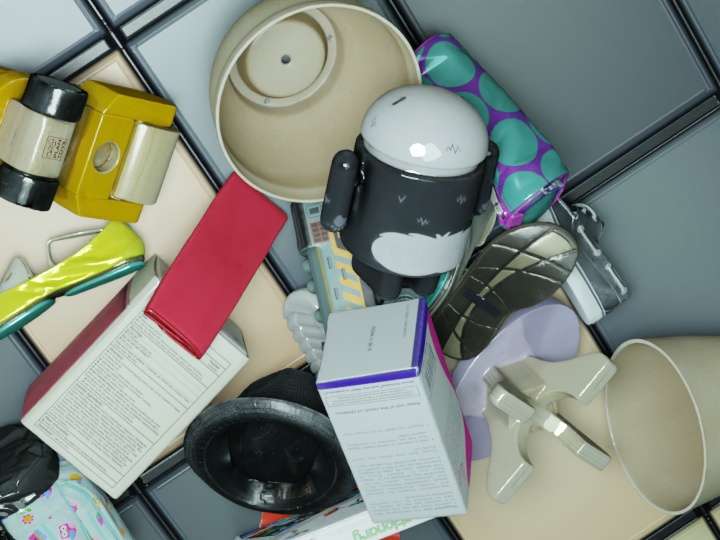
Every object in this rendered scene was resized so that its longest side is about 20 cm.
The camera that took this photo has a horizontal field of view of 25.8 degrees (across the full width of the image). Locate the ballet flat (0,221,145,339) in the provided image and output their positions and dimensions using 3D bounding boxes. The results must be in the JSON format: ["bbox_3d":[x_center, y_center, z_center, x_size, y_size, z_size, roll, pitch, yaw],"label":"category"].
[{"bbox_3d":[-0.312,0.008,1.570,0.200,0.067,0.067,-28,87,-4],"label":"ballet flat"}]

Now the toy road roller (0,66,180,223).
[{"bbox_3d":[-0.289,-0.132,1.516,0.200,0.146,0.123,8,107,-50],"label":"toy road roller"}]

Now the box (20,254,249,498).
[{"bbox_3d":[-0.226,0.104,1.580,0.128,0.109,0.200,43,94,-15],"label":"box"}]

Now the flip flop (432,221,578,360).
[{"bbox_3d":[0.142,0.016,1.582,0.081,0.058,0.200,38,127,-2],"label":"flip flop"}]

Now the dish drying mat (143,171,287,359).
[{"bbox_3d":[-0.141,-0.007,1.543,0.077,0.200,0.018,40,139,-15],"label":"dish drying mat"}]

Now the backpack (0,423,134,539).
[{"bbox_3d":[-0.309,0.261,1.588,0.127,0.167,0.200,-32,114,-5],"label":"backpack"}]

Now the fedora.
[{"bbox_3d":[-0.084,0.164,1.608,0.200,0.092,0.201,7,139,6],"label":"fedora"}]

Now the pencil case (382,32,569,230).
[{"bbox_3d":[0.117,-0.136,1.551,0.092,0.085,0.200,-33,78,-34],"label":"pencil case"}]

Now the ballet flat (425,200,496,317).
[{"bbox_3d":[0.097,-0.018,1.629,0.064,0.067,0.200,14,106,-40],"label":"ballet flat"}]

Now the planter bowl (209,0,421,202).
[{"bbox_3d":[-0.058,-0.184,1.505,0.200,0.135,0.200,-11,123,-17],"label":"planter bowl"}]

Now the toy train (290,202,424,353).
[{"bbox_3d":[0.000,0.000,1.581,0.114,0.085,0.200,-13,83,1],"label":"toy train"}]

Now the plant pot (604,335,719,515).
[{"bbox_3d":[0.394,0.146,1.678,0.200,0.187,0.188,-11,107,-22],"label":"plant pot"}]

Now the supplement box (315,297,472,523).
[{"bbox_3d":[0.037,0.139,1.519,0.103,0.101,0.200,-10,127,15],"label":"supplement box"}]

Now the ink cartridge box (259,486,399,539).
[{"bbox_3d":[-0.034,0.318,1.704,0.160,0.047,0.200,7,105,-12],"label":"ink cartridge box"}]

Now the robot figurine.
[{"bbox_3d":[0.047,-0.074,1.459,0.125,0.150,0.200,19,119,14],"label":"robot figurine"}]

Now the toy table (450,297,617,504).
[{"bbox_3d":[0.175,0.137,1.636,0.184,0.117,0.200,19,106,-35],"label":"toy table"}]

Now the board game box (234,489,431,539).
[{"bbox_3d":[-0.025,0.265,1.629,0.200,0.126,0.035,-20,93,-11],"label":"board game box"}]

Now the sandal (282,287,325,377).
[{"bbox_3d":[-0.010,0.102,1.646,0.050,0.082,0.203,-40,112,-43],"label":"sandal"}]

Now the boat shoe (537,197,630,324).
[{"bbox_3d":[0.220,-0.039,1.639,0.068,0.072,0.200,-32,107,-2],"label":"boat shoe"}]
